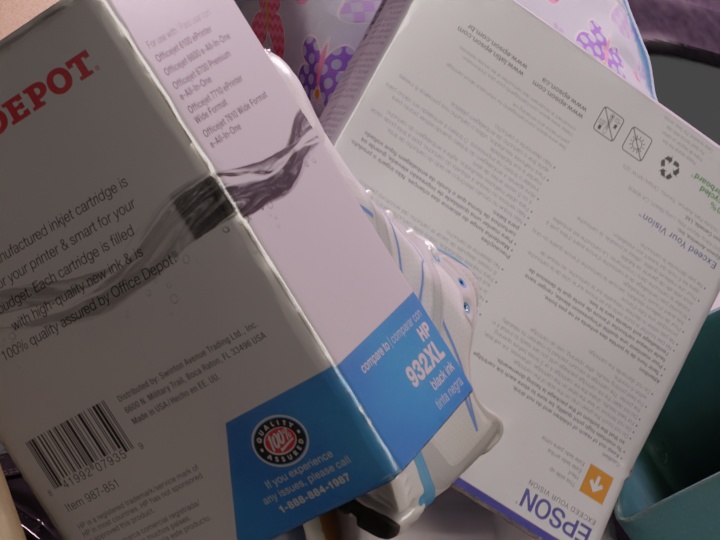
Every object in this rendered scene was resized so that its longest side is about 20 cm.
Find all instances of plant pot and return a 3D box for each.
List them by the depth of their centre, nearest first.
[{"bbox_3d":[0.222,0.125,1.112,0.200,0.141,0.141,57,14,-23],"label":"plant pot"}]

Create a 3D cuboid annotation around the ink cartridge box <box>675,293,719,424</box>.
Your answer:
[{"bbox_3d":[0.244,0.063,1.247,0.200,0.045,0.176,41,49,-9],"label":"ink cartridge box"}]

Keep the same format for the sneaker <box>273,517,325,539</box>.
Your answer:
[{"bbox_3d":[-0.066,0.087,0.982,0.084,0.075,0.200,10,70,-40],"label":"sneaker"}]

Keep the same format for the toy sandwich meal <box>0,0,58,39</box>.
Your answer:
[{"bbox_3d":[-0.162,-0.050,1.011,0.205,0.070,0.205,18,53,-27],"label":"toy sandwich meal"}]

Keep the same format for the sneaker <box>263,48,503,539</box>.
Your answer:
[{"bbox_3d":[0.000,0.000,0.942,0.087,0.075,0.200,-29,108,-29],"label":"sneaker"}]

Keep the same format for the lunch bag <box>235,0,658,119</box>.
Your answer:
[{"bbox_3d":[0.053,-0.077,1.138,0.200,0.127,0.170,-8,70,-26],"label":"lunch bag"}]

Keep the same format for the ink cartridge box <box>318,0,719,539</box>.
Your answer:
[{"bbox_3d":[0.059,-0.004,1.024,0.199,0.041,0.200,34,74,-20],"label":"ink cartridge box"}]

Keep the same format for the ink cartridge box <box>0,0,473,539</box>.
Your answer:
[{"bbox_3d":[-0.077,0.003,0.868,0.200,0.145,0.084,58,31,-6],"label":"ink cartridge box"}]

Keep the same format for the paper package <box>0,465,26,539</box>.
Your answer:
[{"bbox_3d":[-0.206,0.153,0.844,0.190,0.103,0.200,-10,73,-38],"label":"paper package"}]

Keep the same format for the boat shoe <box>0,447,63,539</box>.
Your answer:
[{"bbox_3d":[-0.097,0.158,0.942,0.066,0.070,0.200,-33,86,-38],"label":"boat shoe"}]

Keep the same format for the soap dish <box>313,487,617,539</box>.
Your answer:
[{"bbox_3d":[0.040,0.146,1.035,0.157,0.081,0.200,7,62,-33],"label":"soap dish"}]
